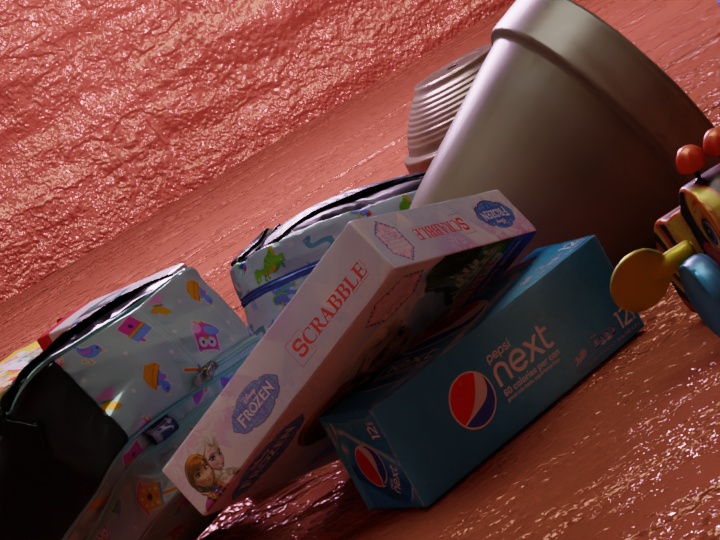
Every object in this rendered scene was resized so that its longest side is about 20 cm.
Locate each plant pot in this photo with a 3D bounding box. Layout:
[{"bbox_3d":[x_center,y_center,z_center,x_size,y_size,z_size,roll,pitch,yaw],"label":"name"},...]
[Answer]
[{"bbox_3d":[0.124,-0.186,2.270,0.200,0.093,0.201,-28,10,5],"label":"plant pot"},{"bbox_3d":[0.128,-0.063,1.406,0.174,0.200,0.200,-46,11,-5],"label":"plant pot"}]

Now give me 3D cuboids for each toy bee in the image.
[{"bbox_3d":[0.206,-0.027,1.114,0.130,0.109,0.200,-34,9,-27],"label":"toy bee"}]

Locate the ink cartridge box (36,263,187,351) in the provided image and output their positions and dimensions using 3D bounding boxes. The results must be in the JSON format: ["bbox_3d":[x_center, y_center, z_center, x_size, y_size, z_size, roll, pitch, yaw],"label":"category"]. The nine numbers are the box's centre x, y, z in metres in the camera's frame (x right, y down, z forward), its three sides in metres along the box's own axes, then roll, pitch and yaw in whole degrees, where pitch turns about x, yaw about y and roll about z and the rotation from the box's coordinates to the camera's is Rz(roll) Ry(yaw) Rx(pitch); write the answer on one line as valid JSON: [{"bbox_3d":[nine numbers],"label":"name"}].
[{"bbox_3d":[-0.205,0.080,1.818,0.199,0.117,0.067,-22,13,45],"label":"ink cartridge box"}]

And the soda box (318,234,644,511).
[{"bbox_3d":[0.074,0.060,1.228,0.199,0.068,0.064,-36,12,-31],"label":"soda box"}]

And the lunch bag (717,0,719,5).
[{"bbox_3d":[0.454,-0.344,2.149,0.199,0.076,0.160,-21,16,41],"label":"lunch bag"}]

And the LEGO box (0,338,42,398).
[{"bbox_3d":[-0.333,0.133,2.048,0.148,0.078,0.200,-35,11,-24],"label":"LEGO box"}]

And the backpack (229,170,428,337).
[{"bbox_3d":[0.000,0.000,1.567,0.198,0.156,0.163,-3,-7,-28],"label":"backpack"}]

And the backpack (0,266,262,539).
[{"bbox_3d":[-0.144,0.102,1.334,0.200,0.153,0.176,-49,-6,-46],"label":"backpack"}]

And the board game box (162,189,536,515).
[{"bbox_3d":[-0.002,0.046,1.235,0.201,0.041,0.199,-53,-18,24],"label":"board game box"}]
